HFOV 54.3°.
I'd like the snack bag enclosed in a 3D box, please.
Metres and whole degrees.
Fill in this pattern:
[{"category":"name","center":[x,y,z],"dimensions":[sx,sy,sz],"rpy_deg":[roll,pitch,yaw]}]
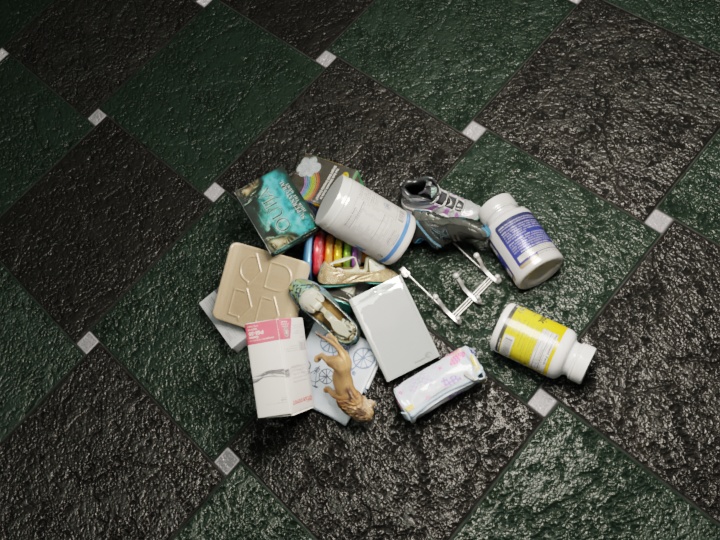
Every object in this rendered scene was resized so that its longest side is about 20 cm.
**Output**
[{"category":"snack bag","center":[-0.061,0.230,1.586],"dimensions":[0.187,0.021,0.201],"rpy_deg":[21,75,21]}]

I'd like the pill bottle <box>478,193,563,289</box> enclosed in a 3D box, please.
[{"category":"pill bottle","center":[0.352,-0.070,1.575],"dimensions":[0.119,0.120,0.201],"rpy_deg":[-28,64,-1]}]

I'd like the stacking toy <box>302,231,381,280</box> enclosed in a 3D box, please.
[{"category":"stacking toy","center":[-0.035,-0.035,1.666],"dimensions":[0.198,0.116,0.111],"rpy_deg":[3,67,2]}]

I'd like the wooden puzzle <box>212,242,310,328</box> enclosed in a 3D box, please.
[{"category":"wooden puzzle","center":[-0.227,0.048,1.626],"dimensions":[0.198,0.046,0.187],"rpy_deg":[15,91,13]}]

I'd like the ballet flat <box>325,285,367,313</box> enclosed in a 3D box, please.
[{"category":"ballet flat","center":[-0.010,0.074,1.626],"dimensions":[0.199,0.068,0.069],"rpy_deg":[20,61,9]}]

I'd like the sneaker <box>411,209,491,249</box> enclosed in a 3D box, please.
[{"category":"sneaker","center":[0.203,-0.085,1.596],"dimensions":[0.199,0.073,0.083],"rpy_deg":[14,99,35]}]

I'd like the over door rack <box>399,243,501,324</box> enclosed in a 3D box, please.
[{"category":"over door rack","center":[0.200,0.007,1.604],"dimensions":[0.148,0.067,0.200],"rpy_deg":[-43,64,-10]}]

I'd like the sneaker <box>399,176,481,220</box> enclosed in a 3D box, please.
[{"category":"sneaker","center":[0.183,-0.169,1.645],"dimensions":[0.198,0.140,0.078],"rpy_deg":[9,68,17]}]

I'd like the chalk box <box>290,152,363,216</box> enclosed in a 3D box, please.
[{"category":"chalk box","center":[-0.065,-0.179,1.718],"dimensions":[0.199,0.124,0.125],"rpy_deg":[23,72,20]}]

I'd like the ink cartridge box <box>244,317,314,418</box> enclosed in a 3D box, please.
[{"category":"ink cartridge box","center":[-0.171,0.206,1.505],"dimensions":[0.082,0.146,0.202],"rpy_deg":[-10,84,16]}]

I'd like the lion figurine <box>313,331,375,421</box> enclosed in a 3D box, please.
[{"category":"lion figurine","center":[-0.037,0.227,1.486],"dimensions":[0.072,0.201,0.122],"rpy_deg":[-33,31,-22]}]

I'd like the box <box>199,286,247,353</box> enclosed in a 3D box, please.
[{"category":"box","center":[-0.266,0.076,1.691],"dimensions":[0.200,0.041,0.156],"rpy_deg":[-38,64,-7]}]

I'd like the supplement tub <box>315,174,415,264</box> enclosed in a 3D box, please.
[{"category":"supplement tub","center":[0.013,-0.112,1.584],"dimensions":[0.199,0.132,0.133],"rpy_deg":[29,71,-15]}]

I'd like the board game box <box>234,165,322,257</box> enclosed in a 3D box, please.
[{"category":"board game box","center":[-0.194,-0.139,1.636],"dimensions":[0.135,0.028,0.201],"rpy_deg":[-30,63,-7]}]

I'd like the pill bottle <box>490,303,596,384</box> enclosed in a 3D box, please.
[{"category":"pill bottle","center":[0.383,0.157,1.470],"dimensions":[0.199,0.111,0.112],"rpy_deg":[26,74,21]}]

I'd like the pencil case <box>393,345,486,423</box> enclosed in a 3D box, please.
[{"category":"pencil case","center":[0.169,0.244,1.492],"dimensions":[0.199,0.083,0.091],"rpy_deg":[-29,41,-1]}]

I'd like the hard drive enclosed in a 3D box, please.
[{"category":"hard drive","center":[0.074,0.128,1.558],"dimensions":[0.131,0.027,0.201],"rpy_deg":[-25,84,-3]}]

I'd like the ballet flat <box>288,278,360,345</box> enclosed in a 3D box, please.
[{"category":"ballet flat","center":[-0.077,0.090,1.555],"dimensions":[0.200,0.074,0.074],"rpy_deg":[39,77,-2]}]

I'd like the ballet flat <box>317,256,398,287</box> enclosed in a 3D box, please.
[{"category":"ballet flat","center":[0.000,0.000,1.611],"dimensions":[0.198,0.070,0.066],"rpy_deg":[-3,104,-21]}]
